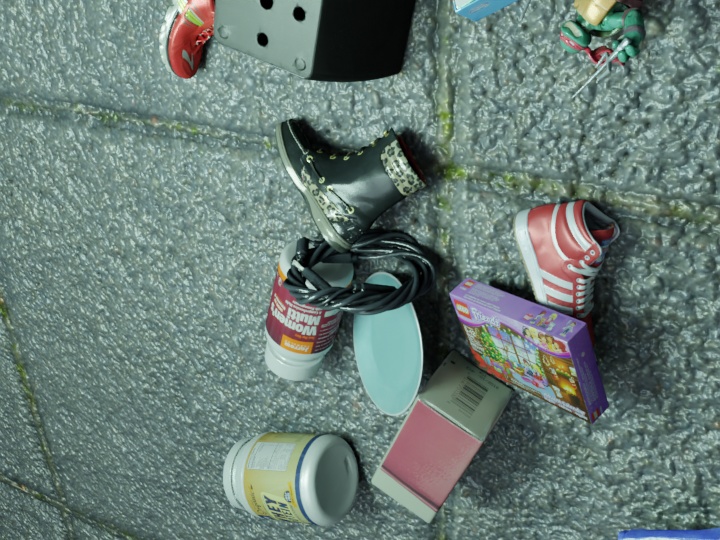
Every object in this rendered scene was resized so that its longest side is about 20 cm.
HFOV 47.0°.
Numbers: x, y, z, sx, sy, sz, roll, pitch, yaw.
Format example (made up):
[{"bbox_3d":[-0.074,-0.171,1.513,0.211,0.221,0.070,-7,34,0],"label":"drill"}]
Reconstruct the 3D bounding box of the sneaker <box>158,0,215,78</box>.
[{"bbox_3d":[-0.208,-0.334,1.097,0.084,0.077,0.201,30,129,7],"label":"sneaker"}]

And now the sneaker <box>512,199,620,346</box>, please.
[{"bbox_3d":[0.268,0.010,0.995,0.112,0.071,0.202,-15,106,41],"label":"sneaker"}]

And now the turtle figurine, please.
[{"bbox_3d":[0.241,-0.283,0.820,0.150,0.100,0.201,42,121,16],"label":"turtle figurine"}]

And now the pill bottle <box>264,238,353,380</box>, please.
[{"bbox_3d":[-0.082,0.061,1.223,0.109,0.110,0.201,28,128,15],"label":"pill bottle"}]

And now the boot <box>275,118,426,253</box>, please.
[{"bbox_3d":[-0.015,-0.145,1.088,0.153,0.073,0.205,-34,70,19],"label":"boot"}]

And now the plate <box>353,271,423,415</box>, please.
[{"bbox_3d":[0.044,0.102,1.168,0.200,0.025,0.203,14,106,61],"label":"plate"}]

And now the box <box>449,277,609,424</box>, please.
[{"bbox_3d":[0.208,0.097,1.036,0.199,0.039,0.138,23,145,51],"label":"box"}]

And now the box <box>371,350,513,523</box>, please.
[{"bbox_3d":[0.116,0.239,1.188,0.108,0.128,0.201,32,130,12],"label":"box"}]

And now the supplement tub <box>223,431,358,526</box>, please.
[{"bbox_3d":[-0.118,0.346,1.390,0.198,0.144,0.146,-6,114,35],"label":"supplement tub"}]

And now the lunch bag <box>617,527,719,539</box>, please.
[{"bbox_3d":[0.449,0.411,1.079,0.169,0.128,0.201,-15,118,38],"label":"lunch bag"}]

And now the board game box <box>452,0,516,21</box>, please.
[{"bbox_3d":[0.133,-0.348,0.730,0.152,0.040,0.203,-17,80,36],"label":"board game box"}]

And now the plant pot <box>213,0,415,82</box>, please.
[{"bbox_3d":[-0.060,-0.324,0.939,0.199,0.177,0.201,26,127,18],"label":"plant pot"}]

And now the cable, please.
[{"bbox_3d":[0.000,0.000,1.091,0.197,0.164,0.051,7,122,8],"label":"cable"}]
